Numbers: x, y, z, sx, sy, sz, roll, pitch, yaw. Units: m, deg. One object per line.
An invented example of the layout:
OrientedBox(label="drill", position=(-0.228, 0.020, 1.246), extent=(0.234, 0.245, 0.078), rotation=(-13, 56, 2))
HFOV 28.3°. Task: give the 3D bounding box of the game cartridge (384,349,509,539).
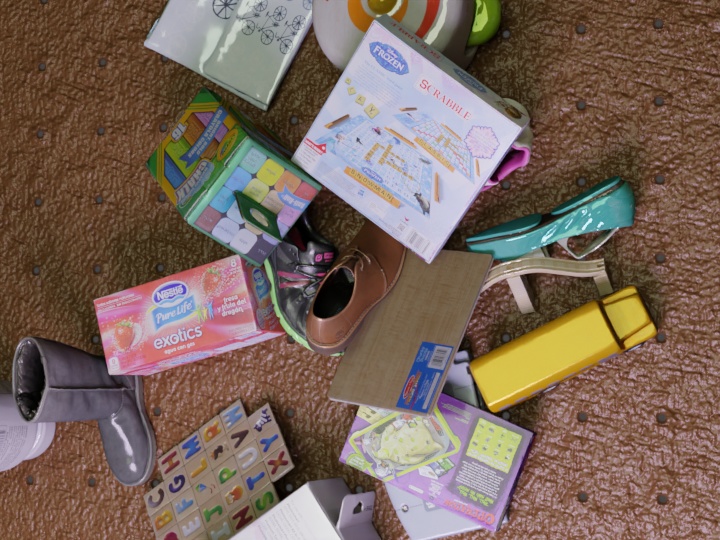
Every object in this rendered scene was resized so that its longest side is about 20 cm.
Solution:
OrientedBox(label="game cartridge", position=(0.085, 0.203, 1.640), extent=(0.133, 0.040, 0.201), rotation=(-14, 81, 13))

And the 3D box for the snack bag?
OrientedBox(label="snack bag", position=(-0.153, -0.323, 1.772), extent=(0.199, 0.021, 0.189), rotation=(29, 95, 18))

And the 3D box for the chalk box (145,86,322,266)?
OrientedBox(label="chalk box", position=(-0.140, -0.100, 1.647), extent=(0.124, 0.125, 0.200), rotation=(-52, 39, 7))

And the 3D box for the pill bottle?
OrientedBox(label="pill bottle", position=(-0.457, 0.188, 1.728), extent=(0.114, 0.200, 0.115), rotation=(-2, 85, 17))

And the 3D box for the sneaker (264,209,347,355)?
OrientedBox(label="sneaker", position=(-0.062, 0.008, 1.674), extent=(0.084, 0.077, 0.201), rotation=(-36, 75, 41))

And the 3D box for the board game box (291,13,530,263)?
OrientedBox(label="board game box", position=(0.052, -0.144, 1.581), extent=(0.200, 0.041, 0.200), rotation=(37, 120, 5))

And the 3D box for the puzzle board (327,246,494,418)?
OrientedBox(label="puzzle board", position=(0.058, 0.066, 1.613), extent=(0.150, 0.017, 0.201), rotation=(7, 66, 41))

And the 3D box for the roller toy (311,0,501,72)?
OrientedBox(label="roller toy", position=(0.040, -0.296, 1.644), extent=(0.200, 0.140, 0.183), rotation=(-42, 74, 11))

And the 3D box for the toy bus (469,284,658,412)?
OrientedBox(label="toy bus", position=(0.225, 0.086, 1.582), extent=(0.199, 0.078, 0.065), rotation=(-28, 77, 14))

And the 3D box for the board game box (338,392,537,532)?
OrientedBox(label="board game box", position=(0.086, 0.198, 1.608), extent=(0.199, 0.032, 0.121), rotation=(23, 88, 19))

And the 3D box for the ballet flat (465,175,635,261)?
OrientedBox(label="ballet flat", position=(0.217, -0.038, 1.607), extent=(0.199, 0.067, 0.071), rotation=(-22, 98, 17))

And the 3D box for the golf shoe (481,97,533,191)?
OrientedBox(label="golf shoe", position=(0.107, -0.119, 1.627), extent=(0.199, 0.075, 0.092), rotation=(-31, 39, 14))

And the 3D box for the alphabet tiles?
OrientedBox(label="alphabet tiles", position=(-0.170, 0.250, 1.692), extent=(0.200, 0.006, 0.167), rotation=(-37, 48, 12))

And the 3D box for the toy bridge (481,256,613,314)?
OrientedBox(label="toy bridge", position=(0.179, 0.018, 1.608), extent=(0.199, 0.067, 0.027), rotation=(-13, 44, 17))

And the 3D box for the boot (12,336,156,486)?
OrientedBox(label="boot", position=(-0.324, 0.169, 1.687), extent=(0.072, 0.200, 0.183), rotation=(-17, 80, 16))

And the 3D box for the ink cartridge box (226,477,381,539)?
OrientedBox(label="ink cartridge box", position=(-0.064, 0.330, 1.627), extent=(0.200, 0.128, 0.126), rotation=(-37, 76, 12))

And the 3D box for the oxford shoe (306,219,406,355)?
OrientedBox(label="oxford shoe", position=(0.000, 0.000, 1.622), extent=(0.071, 0.071, 0.201), rotation=(19, 58, 16))

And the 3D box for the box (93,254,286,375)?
OrientedBox(label="box", position=(-0.203, 0.056, 1.712), extent=(0.199, 0.103, 0.095), rotation=(-17, 80, 17))
